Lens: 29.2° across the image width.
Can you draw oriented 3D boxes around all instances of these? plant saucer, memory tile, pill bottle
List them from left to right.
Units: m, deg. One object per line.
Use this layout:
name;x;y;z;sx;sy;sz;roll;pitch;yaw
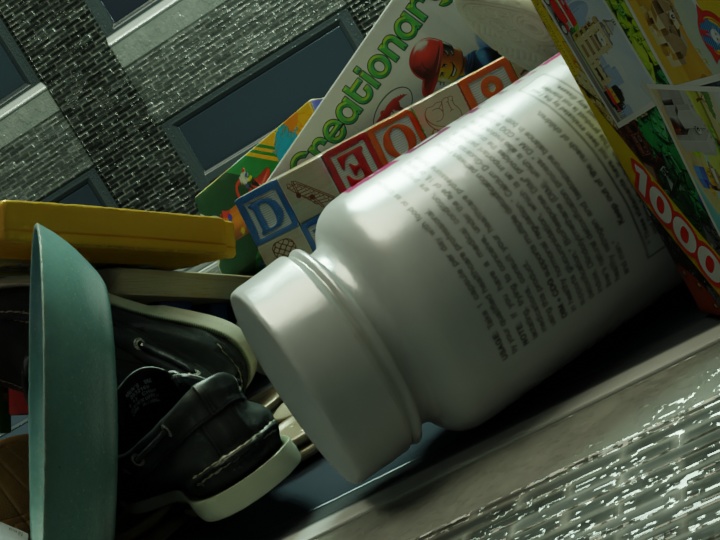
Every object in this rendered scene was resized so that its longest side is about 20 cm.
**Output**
plant saucer;-0.143;0.077;0.679;0.036;0.202;0.200;1;0;-15
memory tile;-0.045;0.086;0.759;0.199;0.017;0.153;-30;8;11
pill bottle;0.052;-0.005;0.588;0.199;0.114;0.113;-33;8;-13

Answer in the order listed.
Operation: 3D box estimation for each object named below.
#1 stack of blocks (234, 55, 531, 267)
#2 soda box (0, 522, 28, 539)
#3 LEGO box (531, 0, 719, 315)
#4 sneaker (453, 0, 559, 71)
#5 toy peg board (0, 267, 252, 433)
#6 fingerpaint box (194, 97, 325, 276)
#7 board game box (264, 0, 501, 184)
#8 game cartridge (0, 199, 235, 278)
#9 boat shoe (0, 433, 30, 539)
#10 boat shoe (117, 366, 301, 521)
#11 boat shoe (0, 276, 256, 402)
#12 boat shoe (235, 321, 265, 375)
stack of blocks;0.047;-0.035;0.751;0.199;0.116;0.059;-26;6;20
soda box;-0.199;0.159;0.640;0.064;0.068;0.200;-65;12;-4
LEGO box;0.130;-0.084;0.471;0.077;0.201;0.149;-31;7;-8
sneaker;0.141;-0.142;0.630;0.199;0.077;0.112;16;72;43
toy peg board;-0.170;0.062;0.984;0.198;0.099;0.199;-8;-7;35
fingerpaint box;0.009;-0.066;1.000;0.199;0.074;0.167;-12;-13;-39
board game box;0.044;-0.084;0.810;0.201;0.126;0.035;-54;1;15
game cartridge;-0.201;-0.011;0.864;0.199;0.033;0.176;-7;-6;44
boat shoe;-0.193;0.136;0.842;0.069;0.074;0.200;-46;-8;29
boat shoe;-0.094;0.079;0.687;0.074;0.066;0.199;-35;9;-17
boat shoe;-0.165;0.057;0.813;0.198;0.075;0.066;12;36;6
boat shoe;0.000;0.000;0.894;0.199;0.075;0.068;-29;2;-27
